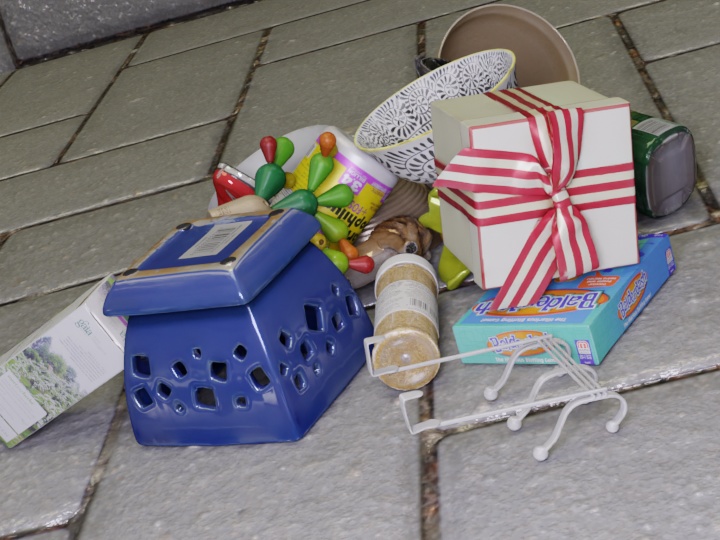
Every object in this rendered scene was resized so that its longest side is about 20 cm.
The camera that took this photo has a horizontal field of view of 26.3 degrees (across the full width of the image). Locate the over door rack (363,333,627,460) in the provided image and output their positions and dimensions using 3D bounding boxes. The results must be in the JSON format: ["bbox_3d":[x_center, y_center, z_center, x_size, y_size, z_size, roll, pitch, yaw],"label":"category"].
[{"bbox_3d":[0.111,0.109,1.344,0.199,0.067,0.148,0,17,-15],"label":"over door rack"}]

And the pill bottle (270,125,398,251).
[{"bbox_3d":[-0.052,-0.058,1.760,0.200,0.104,0.104,-54,20,8],"label":"pill bottle"}]

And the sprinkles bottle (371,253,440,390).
[{"bbox_3d":[0.046,0.049,1.567,0.068,0.068,0.200,-14,21,8],"label":"sprinkles bottle"}]

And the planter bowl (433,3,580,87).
[{"bbox_3d":[0.175,-0.236,2.055,0.200,0.201,0.135,-25,-5,-21],"label":"planter bowl"}]

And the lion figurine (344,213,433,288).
[{"bbox_3d":[0.000,0.000,1.717,0.199,0.073,0.122,-24,23,-14],"label":"lion figurine"}]

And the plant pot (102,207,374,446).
[{"bbox_3d":[-0.126,0.050,1.545,0.199,0.180,0.200,-6,24,30],"label":"plant pot"}]

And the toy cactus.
[{"bbox_3d":[-0.080,-0.067,1.643,0.165,0.200,0.102,-13,-26,-19],"label":"toy cactus"}]

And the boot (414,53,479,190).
[{"bbox_3d":[0.135,-0.153,1.818,0.200,0.175,0.069,30,47,34],"label":"boot"}]

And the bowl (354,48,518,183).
[{"bbox_3d":[0.101,-0.152,1.700,0.200,0.094,0.201,-27,20,11],"label":"bowl"}]

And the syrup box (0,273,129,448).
[{"bbox_3d":[-0.314,0.095,1.616,0.200,0.079,0.081,-35,12,25],"label":"syrup box"}]

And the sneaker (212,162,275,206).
[{"bbox_3d":[-0.142,-0.046,1.820,0.077,0.200,0.085,27,63,24],"label":"sneaker"}]

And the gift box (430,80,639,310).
[{"bbox_3d":[0.159,-0.077,1.519,0.199,0.185,0.187,-15,18,-9],"label":"gift box"}]

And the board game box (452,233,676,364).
[{"bbox_3d":[0.205,0.027,1.533,0.152,0.045,0.200,-2,26,35],"label":"board game box"}]

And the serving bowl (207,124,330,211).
[{"bbox_3d":[-0.092,-0.094,1.950,0.200,0.066,0.200,-30,-18,-11],"label":"serving bowl"}]

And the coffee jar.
[{"bbox_3d":[0.283,-0.140,1.755,0.085,0.105,0.200,-29,36,-25],"label":"coffee jar"}]

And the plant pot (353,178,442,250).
[{"bbox_3d":[0.003,-0.071,1.872,0.200,0.093,0.201,-16,21,6],"label":"plant pot"}]

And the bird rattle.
[{"bbox_3d":[0.163,-0.060,1.720,0.199,0.113,0.163,-17,4,-9],"label":"bird rattle"}]
